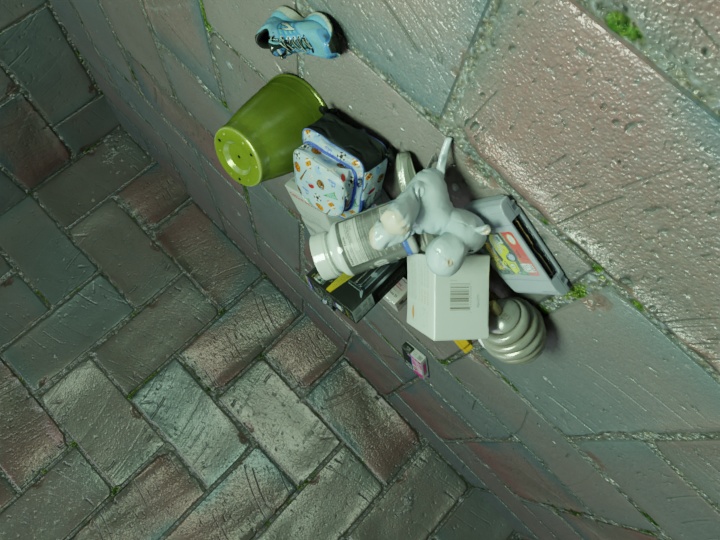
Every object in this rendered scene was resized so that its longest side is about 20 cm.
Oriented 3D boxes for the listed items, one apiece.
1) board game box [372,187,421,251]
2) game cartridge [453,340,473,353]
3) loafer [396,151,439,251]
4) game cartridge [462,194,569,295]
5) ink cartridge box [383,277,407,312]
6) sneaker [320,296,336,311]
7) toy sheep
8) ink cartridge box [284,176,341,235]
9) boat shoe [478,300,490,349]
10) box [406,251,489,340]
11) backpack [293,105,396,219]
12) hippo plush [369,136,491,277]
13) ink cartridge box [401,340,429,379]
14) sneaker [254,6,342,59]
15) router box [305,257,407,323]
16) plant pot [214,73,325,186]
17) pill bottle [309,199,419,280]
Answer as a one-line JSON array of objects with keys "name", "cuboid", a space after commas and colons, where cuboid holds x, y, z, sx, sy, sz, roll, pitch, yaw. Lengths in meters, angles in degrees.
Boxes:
[{"name": "board game box", "cuboid": [0.034, -0.119, 1.283, 0.200, 0.043, 0.199, 55, 162, -24]}, {"name": "game cartridge", "cuboid": [0.190, 0.094, 1.253, 0.176, 0.032, 0.200, 49, -167, -5]}, {"name": "loafer", "cuboid": [0.119, -0.132, 1.015, 0.070, 0.069, 0.201, -86, -24, -65]}, {"name": "game cartridge", "cuboid": [0.260, -0.038, 0.925, 0.200, 0.041, 0.133, 51, 167, -14]}, {"name": "ink cartridge box", "cuboid": [0.075, 0.038, 1.429, 0.117, 0.067, 0.200, 43, 176, 14]}, {"name": "sneaker", "cuboid": [-0.111, 0.086, 2.039, 0.078, 0.089, 0.201, 30, 156, 42]}, {"name": "toy sheep", "cuboid": [0.288, 0.111, 1.036, 0.200, 0.138, 0.138, 36, 174, -40]}, {"name": "ink cartridge box", "cuboid": [-0.080, -0.136, 1.305, 0.146, 0.086, 0.201, 34, 157, 39]}, {"name": "boat shoe", "cuboid": [0.253, 0.074, 1.156, 0.068, 0.072, 0.201, -37, 81, 40]}, {"name": "box", "cuboid": [0.163, 0.041, 1.039, 0.200, 0.106, 0.153, -153, 62, -80]}, {"name": "backpack", "cuboid": [-0.039, -0.192, 1.082, 0.200, 0.154, 0.191, 40, 158, 24]}, {"name": "hippo plush", "cuboid": [0.127, -0.076, 0.909, 0.161, 0.200, 0.159, 40, 165, -1]}, {"name": "ink cartridge box", "cuboid": [0.199, 0.333, 1.937, 0.095, 0.037, 0.200, 38, 163, 29]}, {"name": "sneaker", "cuboid": [-0.111, -0.392, 0.929, 0.200, 0.090, 0.079, 31, 158, 41]}, {"name": "router box", "cuboid": [0.000, 0.000, 1.214, 0.157, 0.200, 0.052, 36, 159, 32]}, {"name": "plant pot", "cuboid": [-0.192, -0.275, 1.122, 0.200, 0.193, 0.201, 25, 139, 24]}, {"name": "pill bottle", "cuboid": [0.008, -0.057, 1.059, 0.114, 0.199, 0.114, -19, -90, -78]}]
